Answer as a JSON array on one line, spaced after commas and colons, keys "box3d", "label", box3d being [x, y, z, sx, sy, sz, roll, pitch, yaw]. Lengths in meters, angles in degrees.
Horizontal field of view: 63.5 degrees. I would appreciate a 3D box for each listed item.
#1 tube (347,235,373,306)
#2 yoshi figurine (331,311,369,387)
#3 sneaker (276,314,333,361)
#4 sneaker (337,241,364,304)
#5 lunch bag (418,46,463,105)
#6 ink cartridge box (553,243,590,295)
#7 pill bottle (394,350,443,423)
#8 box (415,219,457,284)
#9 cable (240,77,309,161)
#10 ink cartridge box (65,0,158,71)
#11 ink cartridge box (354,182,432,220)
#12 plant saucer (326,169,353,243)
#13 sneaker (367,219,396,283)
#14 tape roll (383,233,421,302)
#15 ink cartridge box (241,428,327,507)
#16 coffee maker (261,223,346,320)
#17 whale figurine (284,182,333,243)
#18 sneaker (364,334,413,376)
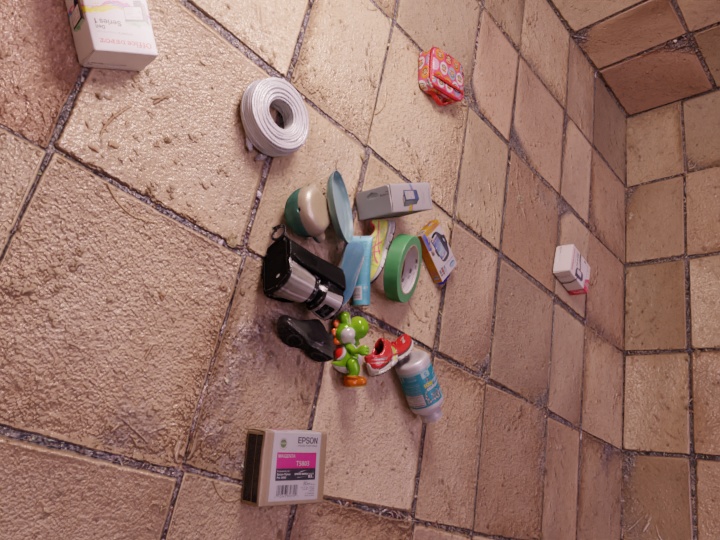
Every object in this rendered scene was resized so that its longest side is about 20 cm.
[{"box3d": [0.000, 0.000, 1.667, 0.076, 0.050, 0.205, -1, 82, -1], "label": "tube"}, {"box3d": [-0.011, 0.211, 1.590, 0.111, 0.111, 0.205, 3, 78, -61], "label": "yoshi figurine"}, {"box3d": [-0.139, 0.159, 1.492, 0.200, 0.075, 0.092, 43, 44, -41], "label": "sneaker"}, {"box3d": [-0.041, 0.024, 1.603, 0.075, 0.081, 0.203, 25, 79, 6], "label": "sneaker"}, {"box3d": [0.290, -0.684, 2.091, 0.198, 0.081, 0.180, 12, 77, -43], "label": "lunch bag"}, {"box3d": [0.970, -0.003, 2.666, 0.200, 0.083, 0.147, 41, 55, -34], "label": "ink cartridge box"}, {"box3d": [0.184, 0.355, 1.755, 0.110, 0.110, 0.203, -33, 106, -44], "label": "pill bottle"}, {"box3d": [0.260, -0.055, 1.964, 0.119, 0.041, 0.202, -43, 111, -42], "label": "box"}, {"box3d": [-0.221, -0.397, 1.502, 0.198, 0.068, 0.204, -23, 99, -46], "label": "cable"}, {"box3d": [-0.519, -0.532, 1.204, 0.143, 0.083, 0.204, -15, 94, -46], "label": "ink cartridge box"}, {"box3d": [0.101, -0.208, 1.749, 0.198, 0.144, 0.090, -8, 89, -47], "label": "ink cartridge box"}, {"box3d": [-0.058, -0.173, 1.604, 0.200, 0.027, 0.205, -10, 90, -79], "label": "plant saucer"}, {"box3d": [0.038, -0.059, 1.718, 0.089, 0.078, 0.204, 18, 78, -4], "label": "sneaker"}, {"box3d": [0.129, -0.007, 1.751, 0.200, 0.047, 0.204, -40, 136, -54], "label": "tape roll"}, {"box3d": [-0.176, 0.466, 1.382, 0.198, 0.074, 0.168, 16, 72, -43], "label": "ink cartridge box"}, {"box3d": [-0.136, 0.005, 1.469, 0.199, 0.133, 0.196, 30, 61, -39], "label": "coffee maker"}, {"box3d": [-0.132, -0.150, 1.547, 0.199, 0.102, 0.163, -5, 84, -71], "label": "whale figurine"}, {"box3d": [0.084, 0.230, 1.702, 0.199, 0.076, 0.086, -34, 101, -45], "label": "sneaker"}]
